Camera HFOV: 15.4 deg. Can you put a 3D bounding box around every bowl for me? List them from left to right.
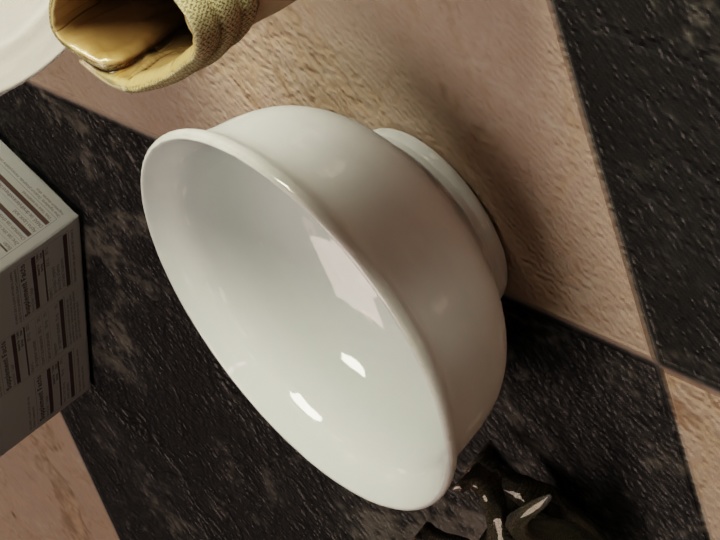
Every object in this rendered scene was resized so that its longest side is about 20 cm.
[{"bbox_3d":[0.000,0.000,1.177,0.201,0.090,0.201,41,154,24],"label":"bowl"}]

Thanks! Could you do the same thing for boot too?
[{"bbox_3d":[-0.063,-0.135,1.023,0.200,0.155,0.073,18,139,52],"label":"boot"}]

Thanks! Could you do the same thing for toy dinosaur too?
[{"bbox_3d":[0.084,0.132,1.255,0.102,0.077,0.200,38,150,4],"label":"toy dinosaur"}]

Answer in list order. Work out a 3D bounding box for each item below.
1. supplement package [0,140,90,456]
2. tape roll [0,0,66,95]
[{"bbox_3d":[-0.257,0.003,1.620,0.156,0.111,0.200,42,154,21],"label":"supplement package"},{"bbox_3d":[-0.213,-0.165,1.201,0.202,0.202,0.071,56,156,-8],"label":"tape roll"}]
